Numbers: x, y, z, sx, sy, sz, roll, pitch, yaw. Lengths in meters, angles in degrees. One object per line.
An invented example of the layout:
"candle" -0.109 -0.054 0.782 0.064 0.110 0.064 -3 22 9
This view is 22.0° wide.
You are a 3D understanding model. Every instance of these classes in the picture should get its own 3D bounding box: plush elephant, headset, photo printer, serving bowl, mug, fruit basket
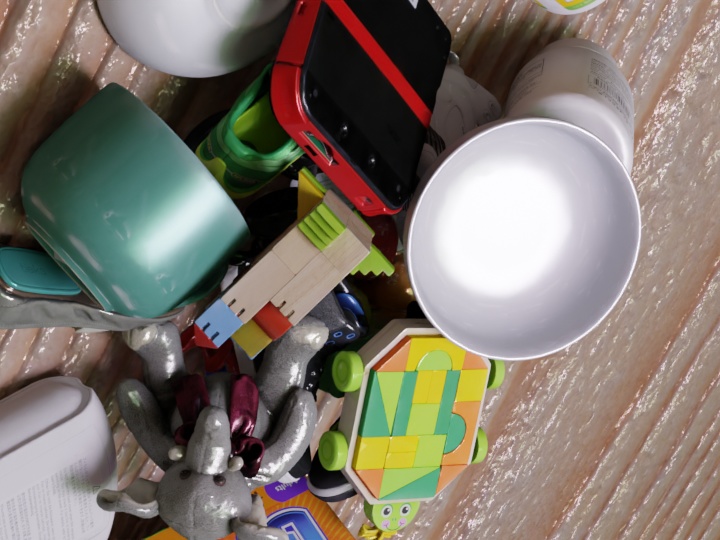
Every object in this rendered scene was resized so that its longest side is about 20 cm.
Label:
"plush elephant" -0.117 0.140 1.437 0.163 0.155 0.202 7 108 -3
"headset" -0.051 -0.066 1.470 0.199 0.094 0.125 -6 104 -31
"photo printer" -0.276 0.183 1.443 0.199 0.069 0.167 -30 135 -34
"serving bowl" -0.092 -0.227 1.343 0.199 0.066 0.201 -27 134 -32
"mug" -0.162 -0.029 1.338 0.114 0.152 0.185 -43 112 -11
"serving bowl" 0.123 -0.032 1.494 0.198 0.066 0.202 -5 110 -15
"fruit basket" 0.000 0.000 1.617 0.184 0.093 0.202 -16 112 -40

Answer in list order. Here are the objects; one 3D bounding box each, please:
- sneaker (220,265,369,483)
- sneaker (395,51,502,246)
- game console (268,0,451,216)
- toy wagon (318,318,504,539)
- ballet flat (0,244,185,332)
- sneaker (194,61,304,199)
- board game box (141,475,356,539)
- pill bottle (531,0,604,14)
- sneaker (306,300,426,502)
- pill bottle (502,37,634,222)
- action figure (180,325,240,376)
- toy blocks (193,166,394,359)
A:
"sneaker" -0.041 0.080 1.529 0.073 0.111 0.201 -67 145 -66
"sneaker" 0.078 -0.087 1.578 0.115 0.075 0.201 -35 108 -39
"game console" 0.003 -0.153 1.396 0.200 0.031 0.178 46 54 -54
"toy wagon" 0.041 0.138 1.539 0.154 0.040 0.202 1 108 -32
"ballet flat" -0.221 0.018 1.408 0.199 0.068 0.064 7 139 -48
"sneaker" -0.040 -0.129 1.404 0.200 0.074 0.084 -47 -178 -28
"board game box" -0.098 0.333 1.601 0.199 0.200 0.200 -23 151 -34
"pill bottle" 0.133 -0.294 1.504 0.200 0.111 0.112 25 98 -52
"sneaker" 0.011 0.102 1.577 0.200 0.072 0.083 -50 126 -6
"pill bottle" 0.180 -0.130 1.606 0.200 0.113 0.115 -71 174 -64
"action figure" -0.120 0.146 1.594 0.099 0.065 0.201 -49 141 -19
"toy blocks" -0.057 0.008 1.370 0.137 0.100 0.200 -43 -177 5
